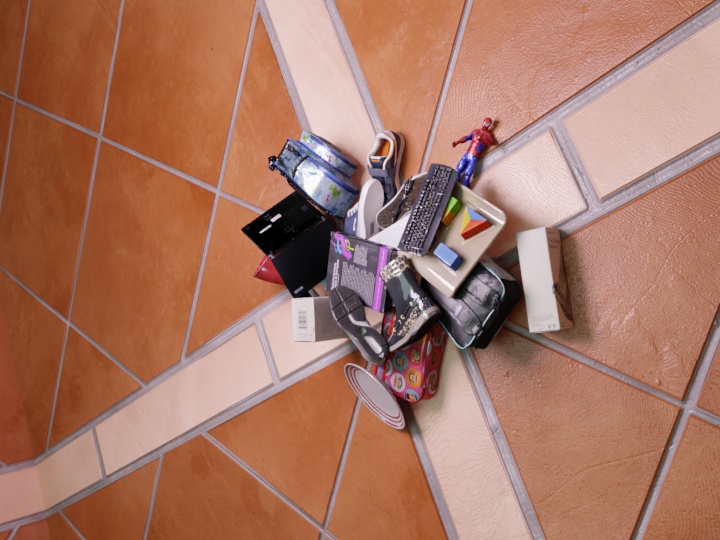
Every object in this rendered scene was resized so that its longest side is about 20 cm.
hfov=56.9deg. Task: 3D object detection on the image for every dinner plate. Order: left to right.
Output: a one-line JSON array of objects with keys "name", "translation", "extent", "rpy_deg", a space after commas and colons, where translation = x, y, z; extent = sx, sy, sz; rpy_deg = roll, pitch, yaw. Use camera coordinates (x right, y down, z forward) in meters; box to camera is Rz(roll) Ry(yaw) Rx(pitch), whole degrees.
[{"name": "dinner plate", "translation": [0.037, 0.293, 1.573], "extent": [0.199, 0.024, 0.202], "rpy_deg": [39, 153, 24]}]

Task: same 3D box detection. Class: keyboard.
[{"name": "keyboard", "translation": [0.121, -0.133, 1.389], "extent": [0.125, 0.021, 0.204], "rpy_deg": [14, 76, 39]}]

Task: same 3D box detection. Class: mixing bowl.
[{"name": "mixing bowl", "translation": [-0.183, -0.040, 1.727], "extent": [0.107, 0.201, 0.201], "rpy_deg": [32, 116, -11]}]

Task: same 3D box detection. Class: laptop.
[{"name": "laptop", "translation": [-0.159, -0.065, 1.619], "extent": [0.199, 0.176, 0.104], "rpy_deg": [40, 156, 31]}]

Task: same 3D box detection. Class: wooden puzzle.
[{"name": "wooden puzzle", "translation": [0.177, -0.075, 1.359], "extent": [0.185, 0.046, 0.202], "rpy_deg": [41, 99, 40]}]

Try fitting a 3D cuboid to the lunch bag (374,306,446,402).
[{"name": "lunch bag", "translation": [0.105, 0.189, 1.552], "extent": [0.174, 0.081, 0.206], "rpy_deg": [15, 101, 41]}]

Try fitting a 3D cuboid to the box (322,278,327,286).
[{"name": "box", "translation": [0.006, 0.032, 1.622], "extent": [0.197, 0.081, 0.051], "rpy_deg": [15, 100, 37]}]

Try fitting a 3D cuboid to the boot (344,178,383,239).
[{"name": "boot", "translation": [0.000, -0.138, 1.601], "extent": [0.090, 0.072, 0.204], "rpy_deg": [33, 133, 36]}]

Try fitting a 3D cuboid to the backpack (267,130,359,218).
[{"name": "backpack", "translation": [-0.094, -0.238, 1.636], "extent": [0.148, 0.182, 0.200], "rpy_deg": [-51, 59, 11]}]

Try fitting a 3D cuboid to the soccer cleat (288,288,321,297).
[{"name": "soccer cleat", "translation": [-0.124, 0.083, 1.667], "extent": [0.068, 0.201, 0.086], "rpy_deg": [-29, 31, 10]}]

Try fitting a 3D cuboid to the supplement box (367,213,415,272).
[{"name": "supplement box", "translation": [0.125, -0.064, 1.516], "extent": [0.198, 0.102, 0.103], "rpy_deg": [-29, 74, 33]}]

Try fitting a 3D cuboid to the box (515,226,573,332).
[{"name": "box", "translation": [0.371, 0.019, 1.338], "extent": [0.067, 0.081, 0.206], "rpy_deg": [-10, 85, 37]}]

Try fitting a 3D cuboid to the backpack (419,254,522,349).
[{"name": "backpack", "translation": [0.228, 0.045, 1.403], "extent": [0.200, 0.152, 0.178], "rpy_deg": [42, 114, 31]}]

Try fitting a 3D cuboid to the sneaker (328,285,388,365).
[{"name": "sneaker", "translation": [-0.010, 0.137, 1.525], "extent": [0.075, 0.116, 0.202], "rpy_deg": [-30, 71, -14]}]

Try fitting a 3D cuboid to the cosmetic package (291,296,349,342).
[{"name": "cosmetic package", "translation": [-0.075, 0.114, 1.613], "extent": [0.072, 0.198, 0.107], "rpy_deg": [-3, 87, 36]}]

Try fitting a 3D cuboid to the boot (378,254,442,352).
[{"name": "boot", "translation": [0.087, 0.075, 1.433], "extent": [0.156, 0.072, 0.204], "rpy_deg": [61, 147, 16]}]

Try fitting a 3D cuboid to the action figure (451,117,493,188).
[{"name": "action figure", "translation": [0.225, -0.241, 1.443], "extent": [0.065, 0.098, 0.203], "rpy_deg": [35, 108, 31]}]

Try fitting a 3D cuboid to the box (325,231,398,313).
[{"name": "box", "translation": [0.000, 0.000, 1.538], "extent": [0.197, 0.036, 0.147], "rpy_deg": [19, 107, 41]}]

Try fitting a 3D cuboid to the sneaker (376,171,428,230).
[{"name": "sneaker", "translation": [0.122, -0.170, 1.523], "extent": [0.198, 0.084, 0.074], "rpy_deg": [-32, 91, 35]}]

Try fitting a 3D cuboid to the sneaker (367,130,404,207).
[{"name": "sneaker", "translation": [0.052, -0.231, 1.588], "extent": [0.077, 0.079, 0.206], "rpy_deg": [9, 97, 36]}]
